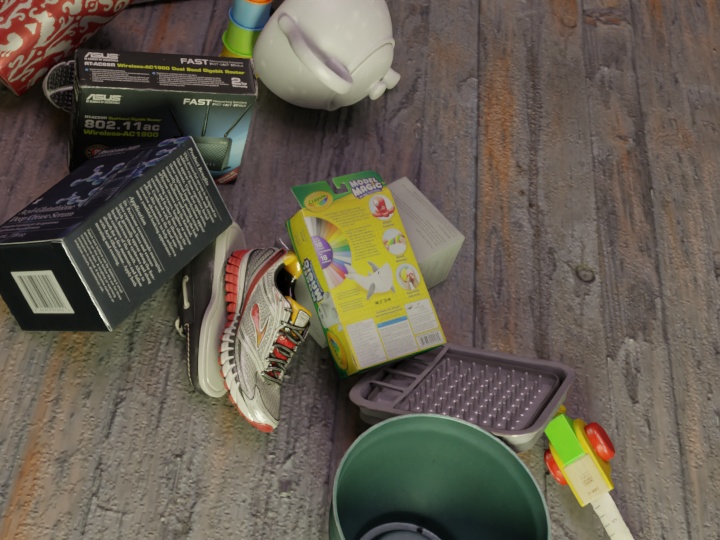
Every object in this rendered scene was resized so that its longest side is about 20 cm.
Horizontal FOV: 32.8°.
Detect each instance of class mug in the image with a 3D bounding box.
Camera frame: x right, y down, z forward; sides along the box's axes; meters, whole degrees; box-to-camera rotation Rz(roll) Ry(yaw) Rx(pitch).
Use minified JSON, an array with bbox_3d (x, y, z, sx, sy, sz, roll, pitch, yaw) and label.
[{"bbox_3d":[-0.357,-0.299,1.442,0.200,0.178,0.133,-46,59,-9],"label":"mug"}]

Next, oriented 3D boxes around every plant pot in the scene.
[{"bbox_3d":[0.058,0.251,1.116,0.199,0.135,0.201,8,49,-10],"label":"plant pot"}]

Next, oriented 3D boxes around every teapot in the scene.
[{"bbox_3d":[-0.028,-0.267,1.505,0.146,0.198,0.200,45,63,7],"label":"teapot"}]

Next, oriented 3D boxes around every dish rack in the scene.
[{"bbox_3d":[0.104,0.131,1.235,0.199,0.044,0.172,8,22,24],"label":"dish rack"}]

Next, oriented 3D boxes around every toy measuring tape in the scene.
[{"bbox_3d":[0.245,0.222,1.256,0.073,0.074,0.201,-20,72,-31],"label":"toy measuring tape"}]

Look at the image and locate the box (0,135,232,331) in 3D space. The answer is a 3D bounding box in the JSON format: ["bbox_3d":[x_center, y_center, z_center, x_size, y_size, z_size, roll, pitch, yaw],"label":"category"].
[{"bbox_3d":[-0.255,-0.037,1.237,0.148,0.108,0.200,-3,31,40],"label":"box"}]

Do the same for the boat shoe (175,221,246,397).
[{"bbox_3d":[-0.161,0.040,1.275,0.060,0.074,0.201,-10,60,21],"label":"boat shoe"}]

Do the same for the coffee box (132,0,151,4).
[{"bbox_3d":[-0.294,-0.488,1.595,0.199,0.198,0.201,-15,54,-27],"label":"coffee box"}]

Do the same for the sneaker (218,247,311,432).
[{"bbox_3d":[-0.093,0.064,1.234,0.082,0.078,0.201,-10,64,18],"label":"sneaker"}]

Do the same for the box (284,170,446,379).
[{"bbox_3d":[0.000,0.000,1.261,0.117,0.048,0.201,-14,81,-32],"label":"box"}]

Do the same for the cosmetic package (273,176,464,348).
[{"bbox_3d":[0.005,-0.012,1.362,0.199,0.081,0.113,-27,63,-32],"label":"cosmetic package"}]

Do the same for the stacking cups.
[{"bbox_3d":[-0.131,-0.323,1.503,0.060,0.201,0.061,10,50,-12],"label":"stacking cups"}]

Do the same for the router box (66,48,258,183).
[{"bbox_3d":[-0.224,-0.170,1.376,0.198,0.150,0.062,0,52,-17],"label":"router box"}]

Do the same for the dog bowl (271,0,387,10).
[{"bbox_3d":[-0.050,-0.396,1.669,0.198,0.059,0.201,10,38,-8],"label":"dog bowl"}]

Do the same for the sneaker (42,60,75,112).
[{"bbox_3d":[-0.279,-0.209,1.447,0.199,0.074,0.080,10,2,-28],"label":"sneaker"}]
